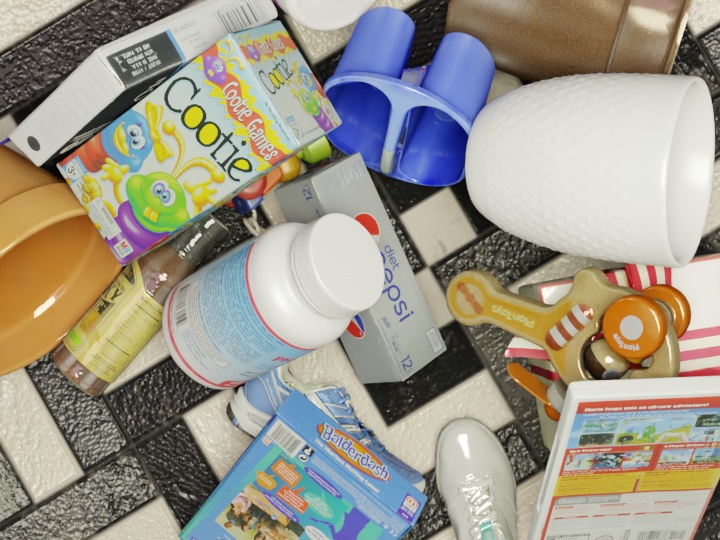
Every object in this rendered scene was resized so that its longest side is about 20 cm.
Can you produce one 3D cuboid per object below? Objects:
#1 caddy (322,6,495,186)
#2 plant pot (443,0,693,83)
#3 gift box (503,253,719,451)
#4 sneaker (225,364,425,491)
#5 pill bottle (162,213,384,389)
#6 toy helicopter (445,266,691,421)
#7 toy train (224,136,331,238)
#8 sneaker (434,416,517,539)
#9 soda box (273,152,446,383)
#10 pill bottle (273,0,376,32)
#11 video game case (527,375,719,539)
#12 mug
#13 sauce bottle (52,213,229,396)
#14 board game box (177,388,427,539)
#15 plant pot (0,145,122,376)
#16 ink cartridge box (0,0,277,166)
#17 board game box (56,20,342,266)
[{"bbox_3d":[0.038,-0.138,1.015,0.140,0.200,0.106,19,74,3],"label":"caddy"},{"bbox_3d":[0.186,-0.242,1.020,0.196,0.200,0.202,16,90,8],"label":"plant pot"},{"bbox_3d":[0.224,0.088,1.011,0.198,0.187,0.187,-15,89,0],"label":"gift box"},{"bbox_3d":[-0.024,0.150,1.067,0.199,0.076,0.078,29,94,0],"label":"sneaker"},{"bbox_3d":[-0.075,0.025,0.992,0.199,0.108,0.110,-26,89,42],"label":"pill bottle"},{"bbox_3d":[0.154,0.057,0.916,0.199,0.079,0.134,22,108,28],"label":"toy helicopter"},{"bbox_3d":[-0.076,-0.095,1.077,0.115,0.085,0.202,-29,96,-17],"label":"toy train"},{"bbox_3d":[0.116,0.237,1.059,0.074,0.088,0.202,-11,89,2],"label":"sneaker"},{"bbox_3d":[0.000,0.000,1.046,0.063,0.068,0.202,-31,102,-34],"label":"soda box"},{"bbox_3d":[-0.068,-0.305,1.019,0.112,0.112,0.200,-43,53,0],"label":"pill bottle"},{"bbox_3d":[0.215,0.156,0.904,0.141,0.018,0.201,-1,134,-7],"label":"video game case"},{"bbox_3d":[0.193,-0.083,0.952,0.174,0.199,0.150,7,90,29],"label":"mug"},{"bbox_3d":[-0.202,0.024,1.078,0.065,0.065,0.200,41,88,1],"label":"sauce bottle"},{"bbox_3d":[-0.056,0.221,1.033,0.152,0.045,0.200,39,124,1],"label":"board game box"},{"bbox_3d":[-0.328,-0.021,1.025,0.140,0.200,0.200,43,90,17],"label":"plant pot"},{"bbox_3d":[-0.194,-0.158,0.977,0.199,0.198,0.044,-24,101,44],"label":"ink cartridge box"},{"bbox_3d":[-0.133,-0.106,0.964,0.199,0.105,0.104,-31,95,25],"label":"board game box"}]
